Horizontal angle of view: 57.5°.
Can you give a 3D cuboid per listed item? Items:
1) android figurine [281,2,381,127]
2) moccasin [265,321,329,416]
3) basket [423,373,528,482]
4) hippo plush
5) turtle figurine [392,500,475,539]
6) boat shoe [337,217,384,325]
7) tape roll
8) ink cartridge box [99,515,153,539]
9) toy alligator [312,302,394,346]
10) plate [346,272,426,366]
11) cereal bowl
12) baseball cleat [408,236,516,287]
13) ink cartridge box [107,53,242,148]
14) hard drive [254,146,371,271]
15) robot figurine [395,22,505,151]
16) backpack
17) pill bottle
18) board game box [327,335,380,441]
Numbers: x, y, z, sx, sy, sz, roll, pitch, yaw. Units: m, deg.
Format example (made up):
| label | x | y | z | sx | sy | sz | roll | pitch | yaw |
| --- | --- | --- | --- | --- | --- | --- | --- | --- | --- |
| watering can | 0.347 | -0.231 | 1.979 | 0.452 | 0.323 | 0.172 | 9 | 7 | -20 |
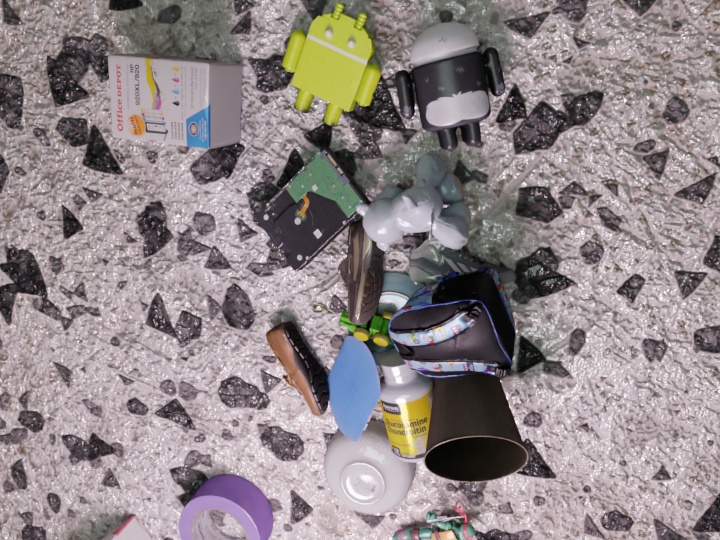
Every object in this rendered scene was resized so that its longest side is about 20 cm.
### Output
| label | x | y | z | sx | sy | sz | roll | pitch | yaw |
| --- | --- | --- | --- | --- | --- | --- | --- | --- | --- |
| android figurine | -0.048 | -0.369 | 1.175 | 0.180 | 0.041 | 0.203 | 27 | 112 | 6 |
| moccasin | -0.130 | 0.206 | 1.338 | 0.077 | 0.074 | 0.203 | -26 | 100 | 28 |
| basket | 0.200 | 0.255 | 1.185 | 0.176 | 0.202 | 0.138 | -4 | 131 | 7 |
| hippo plush | 0.091 | -0.087 | 1.155 | 0.159 | 0.201 | 0.160 | -24 | 112 | 36 |
| turtle figurine | 0.168 | 0.557 | 1.347 | 0.199 | 0.100 | 0.152 | -31 | 81 | 35 |
| boat shoe | 0.000 | 0.000 | 1.238 | 0.072 | 0.074 | 0.204 | 5 | 82 | 33 |
| tape roll | -0.301 | 0.572 | 1.477 | 0.196 | 0.085 | 0.204 | 4 | 106 | 12 |
| ink cartridge box | -0.612 | 0.696 | 1.556 | 0.199 | 0.147 | 0.083 | -38 | 94 | 21 |
| toy alligator | 0.002 | 0.106 | 1.263 | 0.196 | 0.060 | 0.055 | 15 | 149 | 10 |
| plate | 0.063 | 0.104 | 1.286 | 0.196 | 0.026 | 0.204 | 4 | 107 | 14 |
| cereal bowl | 0.013 | 0.417 | 1.355 | 0.196 | 0.083 | 0.204 | 4 | 105 | 13 |
| baseball cleat | 0.184 | -0.018 | 1.198 | 0.196 | 0.070 | 0.109 | 0 | 102 | 12 |
| ink cartridge box | -0.336 | -0.314 | 1.206 | 0.196 | 0.145 | 0.150 | 8 | 108 | 12 |
| hard drive | -0.092 | -0.114 | 1.245 | 0.200 | 0.038 | 0.140 | -42 | 81 | 21 |
| robot figurine | 0.151 | -0.307 | 1.099 | 0.124 | 0.149 | 0.204 | 4 | 111 | 51 |
| backpack | 0.158 | 0.098 | 1.155 | 0.197 | 0.136 | 0.184 | -12 | 124 | 30 |
| pill bottle | 0.093 | 0.255 | 1.265 | 0.110 | 0.112 | 0.204 | -9 | 108 | 16 |
| board game box | -0.002 | 0.228 | 1.292 | 0.038 | 0.159 | 0.202 | 1 | 129 | -32 |
